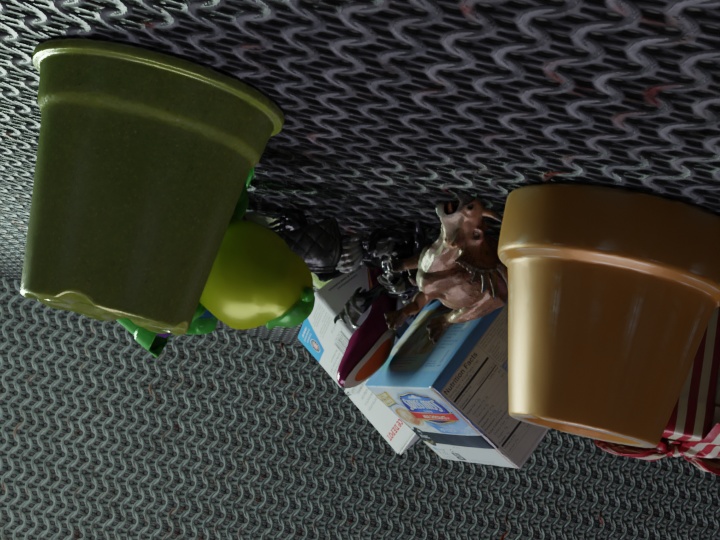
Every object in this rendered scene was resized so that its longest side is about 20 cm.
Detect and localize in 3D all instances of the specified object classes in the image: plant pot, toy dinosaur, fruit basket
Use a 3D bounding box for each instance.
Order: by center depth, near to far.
[{"bbox_3d":[-0.174,-0.053,0.961,0.199,0.186,0.200,12,171,2],"label":"plant pot"},{"bbox_3d":[0.202,0.045,1.044,0.198,0.185,0.200,12,172,2],"label":"plant pot"},{"bbox_3d":[-0.132,-0.009,1.135,0.214,0.218,0.156,13,172,-4],"label":"fruit basket"},{"bbox_3d":[0.103,0.008,1.185,0.135,0.087,0.200,-19,158,22],"label":"toy dinosaur"}]

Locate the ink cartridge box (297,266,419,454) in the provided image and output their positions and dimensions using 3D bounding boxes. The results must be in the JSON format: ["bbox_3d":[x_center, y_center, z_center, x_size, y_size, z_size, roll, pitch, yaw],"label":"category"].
[{"bbox_3d":[0.024,0.107,1.529,0.200,0.086,0.147,47,155,11],"label":"ink cartridge box"}]

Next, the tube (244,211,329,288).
[{"bbox_3d":[-0.072,-0.030,1.464,0.058,0.052,0.200,-30,155,10],"label":"tube"}]

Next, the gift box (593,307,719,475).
[{"bbox_3d":[0.309,0.094,1.207,0.183,0.188,0.200,10,172,16],"label":"gift box"}]

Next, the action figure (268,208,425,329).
[{"bbox_3d":[0.000,0.000,1.305,0.199,0.102,0.120,16,129,26],"label":"action figure"}]

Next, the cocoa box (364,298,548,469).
[{"bbox_3d":[0.118,0.114,1.333,0.131,0.134,0.200,42,164,-12],"label":"cocoa box"}]

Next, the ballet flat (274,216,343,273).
[{"bbox_3d":[-0.105,-0.039,1.260,0.198,0.057,0.066,10,-170,24],"label":"ballet flat"}]

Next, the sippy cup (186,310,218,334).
[{"bbox_3d":[-0.215,-0.010,1.441,0.139,0.131,0.178,11,-169,-30],"label":"sippy cup"}]

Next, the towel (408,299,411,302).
[{"bbox_3d":[0.150,0.069,1.474,0.198,0.035,0.193,7,137,23],"label":"towel"}]

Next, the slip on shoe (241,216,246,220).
[{"bbox_3d":[-0.119,-0.014,1.406,0.060,0.077,0.200,-14,150,-5],"label":"slip on shoe"}]

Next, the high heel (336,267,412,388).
[{"bbox_3d":[0.003,0.046,1.380,0.096,0.200,0.068,27,136,15],"label":"high heel"}]
